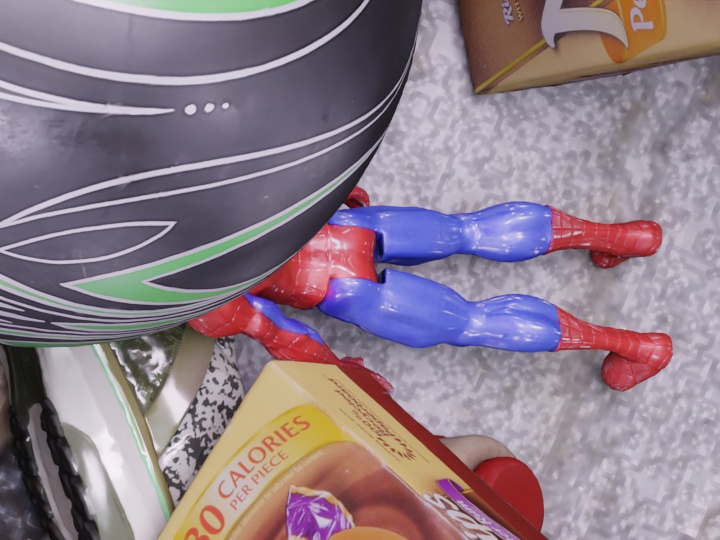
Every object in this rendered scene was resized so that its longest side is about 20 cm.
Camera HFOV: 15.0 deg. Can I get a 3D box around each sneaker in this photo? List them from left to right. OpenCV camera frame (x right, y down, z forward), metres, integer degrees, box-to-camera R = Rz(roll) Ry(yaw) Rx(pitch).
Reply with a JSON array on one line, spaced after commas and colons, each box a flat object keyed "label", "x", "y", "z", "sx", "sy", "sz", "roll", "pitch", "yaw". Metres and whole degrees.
[{"label": "sneaker", "x": -0.069, "y": -0.001, "z": 0.829, "sx": 0.088, "sy": 0.077, "sz": 0.201, "roll": -16, "pitch": 99, "yaw": -23}]

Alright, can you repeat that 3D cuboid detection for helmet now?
[{"label": "helmet", "x": -0.084, "y": -0.075, "z": 0.685, "sx": 0.199, "sy": 0.200, "sz": 0.191, "roll": 34, "pitch": 54, "yaw": -9}]

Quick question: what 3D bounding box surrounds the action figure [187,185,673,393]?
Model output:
[{"label": "action figure", "x": 0.000, "y": 0.000, "z": 0.815, "sx": 0.199, "sy": 0.052, "sz": 0.066, "roll": 10, "pitch": 72, "yaw": -32}]

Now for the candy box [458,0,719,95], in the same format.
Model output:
[{"label": "candy box", "x": 0.085, "y": -0.117, "z": 0.782, "sx": 0.055, "sy": 0.200, "sz": 0.116, "roll": -9, "pitch": 92, "yaw": -22}]

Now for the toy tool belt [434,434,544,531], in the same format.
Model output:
[{"label": "toy tool belt", "x": 0.082, "y": 0.141, "z": 0.817, "sx": 0.125, "sy": 0.122, "sz": 0.201, "roll": -19, "pitch": 97, "yaw": -47}]

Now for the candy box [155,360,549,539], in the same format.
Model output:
[{"label": "candy box", "x": -0.026, "y": 0.140, "z": 0.779, "sx": 0.117, "sy": 0.056, "sz": 0.201, "roll": 41, "pitch": 106, "yaw": 28}]
